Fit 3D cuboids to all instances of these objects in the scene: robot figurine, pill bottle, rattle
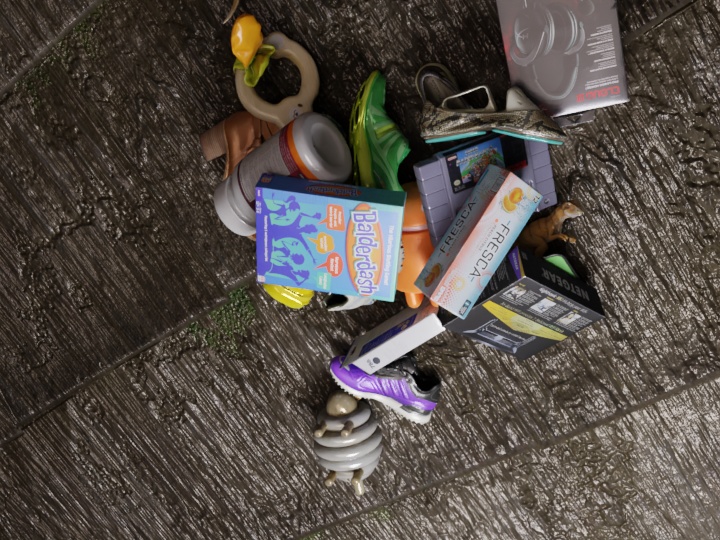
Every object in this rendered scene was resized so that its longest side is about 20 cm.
[{"bbox_3d":[0.088,-0.046,1.117,0.143,0.116,0.203,22,128,53],"label":"robot figurine"},{"bbox_3d":[-0.115,-0.132,1.063,0.199,0.110,0.110,-29,103,35],"label":"pill bottle"},{"bbox_3d":[-0.094,-0.257,1.051,0.202,0.129,0.143,58,156,3],"label":"rattle"}]

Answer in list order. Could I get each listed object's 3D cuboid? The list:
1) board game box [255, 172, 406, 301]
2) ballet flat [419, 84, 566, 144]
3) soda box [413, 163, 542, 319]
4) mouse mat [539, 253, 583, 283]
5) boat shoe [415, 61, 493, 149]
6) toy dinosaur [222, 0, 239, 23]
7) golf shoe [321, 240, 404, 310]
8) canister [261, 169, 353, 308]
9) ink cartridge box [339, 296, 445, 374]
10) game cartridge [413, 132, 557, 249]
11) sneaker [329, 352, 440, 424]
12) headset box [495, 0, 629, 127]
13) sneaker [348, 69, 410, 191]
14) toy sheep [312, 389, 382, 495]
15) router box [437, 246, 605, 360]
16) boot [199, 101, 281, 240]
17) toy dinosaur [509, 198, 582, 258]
[{"bbox_3d":[-0.042,-0.043,1.005,0.197,0.045,0.154,7,124,5],"label":"board game box"},{"bbox_3d":[0.171,-0.205,0.971,0.197,0.068,0.077,5,101,24],"label":"ballet flat"},{"bbox_3d":[0.159,-0.041,1.010,0.068,0.064,0.201,30,96,-25],"label":"soda box"},{"bbox_3d":[0.236,0.043,1.121,0.198,0.008,0.161,-23,143,22],"label":"mouse mat"},{"bbox_3d":[0.140,-0.202,1.058,0.073,0.065,0.201,-35,101,26],"label":"boat shoe"},{"bbox_3d":[-0.168,-0.464,1.050,0.100,0.058,0.203,0,107,33],"label":"toy dinosaur"},{"bbox_3d":[0.000,0.000,1.084,0.079,0.096,0.201,52,146,23],"label":"golf shoe"},{"bbox_3d":[-0.066,-0.062,1.141,0.086,0.150,0.200,28,120,-25],"label":"canister"},{"bbox_3d":[0.060,0.105,1.205,0.199,0.100,0.039,-33,103,27],"label":"ink cartridge box"},{"bbox_3d":[0.179,-0.123,1.042,0.197,0.038,0.131,-21,116,-11],"label":"game cartridge"},{"bbox_3d":[0.049,0.175,1.260,0.198,0.070,0.100,24,117,-4],"label":"sneaker"},{"bbox_3d":[0.266,-0.292,0.973,0.147,0.077,0.203,-7,110,20],"label":"headset box"},{"bbox_3d":[0.028,-0.188,1.071,0.082,0.074,0.204,2,78,-17],"label":"sneaker"},{"bbox_3d":[-0.022,0.304,1.302,0.136,0.138,0.203,-2,104,18],"label":"toy sheep"},{"bbox_3d":[0.235,0.055,1.084,0.198,0.053,0.157,23,136,-36],"label":"router box"},{"bbox_3d":[-0.150,-0.158,1.173,0.153,0.077,0.203,-17,101,19],"label":"boot"},{"bbox_3d":[0.256,-0.042,1.113,0.199,0.060,0.107,-29,91,34],"label":"toy dinosaur"}]
